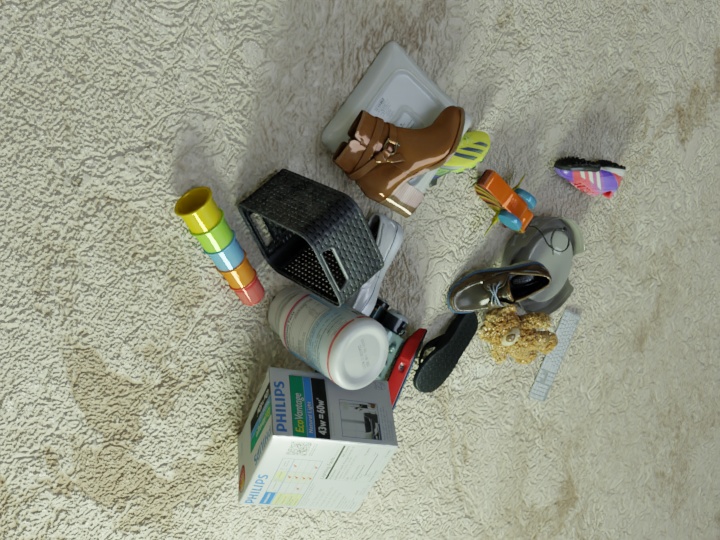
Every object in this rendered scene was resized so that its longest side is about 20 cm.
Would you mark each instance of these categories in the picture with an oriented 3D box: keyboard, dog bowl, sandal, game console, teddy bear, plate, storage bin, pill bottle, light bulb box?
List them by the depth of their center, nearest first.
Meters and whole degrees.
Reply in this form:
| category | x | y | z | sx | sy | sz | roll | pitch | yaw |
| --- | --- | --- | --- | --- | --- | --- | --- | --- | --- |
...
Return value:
| category | x | y | z | sx | sy | sz | roll | pitch | yaw |
| --- | --- | --- | --- | --- | --- | --- | --- | --- | --- |
| storage bin | -0.073 | -0.051 | 1.337 | 0.094 | 0.199 | 0.136 | -40 | 128 | -19 |
| pill bottle | -0.055 | 0.095 | 1.411 | 0.108 | 0.199 | 0.110 | -16 | 117 | -34 |
| light bulb box | -0.072 | 0.265 | 1.426 | 0.197 | 0.126 | 0.199 | 10 | 134 | -19 |
| plate | 0.066 | -0.224 | 1.460 | 0.199 | 0.032 | 0.201 | 39 | 81 | -23 |
| game console | 0.065 | 0.202 | 1.599 | 0.202 | 0.031 | 0.177 | -67 | 170 | 8 |
| sandal | 0.151 | 0.151 | 1.719 | 0.201 | 0.048 | 0.076 | -47 | 131 | -32 |
| teddy bear | 0.311 | 0.135 | 1.801 | 0.143 | 0.068 | 0.200 | -16 | 146 | 14 |
| dog bowl | 0.354 | -0.013 | 1.809 | 0.198 | 0.058 | 0.203 | -17 | 118 | -35 |
| keyboard | 0.414 | 0.182 | 1.971 | 0.056 | 0.011 | 0.202 | 20 | 93 | -43 |

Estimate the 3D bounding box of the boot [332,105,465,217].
| category | x | y | z | sx | sy | sz | roll | pitch | yaw |
| --- | --- | --- | --- | --- | --- | --- | --- | --- | --- |
| boot | 0.061 | -0.200 | 1.406 | 0.154 | 0.074 | 0.202 | 34 | 81 | -19 |

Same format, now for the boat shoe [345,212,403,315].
| category | x | y | z | sx | sy | sz | roll | pitch | yaw |
| --- | --- | --- | --- | --- | --- | --- | --- | --- | --- |
| boat shoe | 0.000 | 0.000 | 1.516 | 0.065 | 0.073 | 0.202 | 32 | 76 | -38 |

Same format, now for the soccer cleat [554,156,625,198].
| category | x | y | z | sx | sy | sz | roll | pitch | yaw |
| --- | --- | --- | --- | --- | --- | --- | --- | --- | --- |
| soccer cleat | 0.449 | -0.181 | 1.821 | 0.198 | 0.068 | 0.074 | -2 | 113 | -42 |

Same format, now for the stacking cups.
| category | x | y | z | sx | sy | sz | roll | pitch | yaw |
| --- | --- | --- | --- | --- | --- | --- | --- | --- | --- |
| stacking cups | -0.199 | -0.025 | 1.340 | 0.060 | 0.060 | 0.201 | -41 | 130 | -20 |

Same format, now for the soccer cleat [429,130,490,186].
| category | x | y | z | sx | sy | sz | roll | pitch | yaw |
| --- | --- | --- | --- | --- | --- | --- | --- | --- | --- |
| soccer cleat | 0.145 | -0.203 | 1.554 | 0.199 | 0.064 | 0.085 | -28 | 121 | -28 |

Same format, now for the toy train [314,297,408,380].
| category | x | y | z | sx | sy | sz | roll | pitch | yaw |
| --- | --- | --- | --- | --- | --- | --- | --- | --- | --- |
| toy train | 0.006 | 0.144 | 1.540 | 0.085 | 0.113 | 0.202 | 34 | 85 | -43 |

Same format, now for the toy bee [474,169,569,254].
| category | x | y | z | sx | sy | sz | roll | pitch | yaw |
| --- | --- | --- | --- | --- | --- | --- | --- | --- | --- |
| toy bee | 0.273 | -0.101 | 1.693 | 0.130 | 0.109 | 0.202 | -33 | 101 | -15 |

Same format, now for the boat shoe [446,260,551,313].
| category | x | y | z | sx | sy | sz | roll | pitch | yaw |
| --- | --- | --- | --- | --- | --- | --- | --- | --- | --- |
| boat shoe | 0.255 | 0.031 | 1.694 | 0.198 | 0.072 | 0.073 | -21 | 105 | -5 |
